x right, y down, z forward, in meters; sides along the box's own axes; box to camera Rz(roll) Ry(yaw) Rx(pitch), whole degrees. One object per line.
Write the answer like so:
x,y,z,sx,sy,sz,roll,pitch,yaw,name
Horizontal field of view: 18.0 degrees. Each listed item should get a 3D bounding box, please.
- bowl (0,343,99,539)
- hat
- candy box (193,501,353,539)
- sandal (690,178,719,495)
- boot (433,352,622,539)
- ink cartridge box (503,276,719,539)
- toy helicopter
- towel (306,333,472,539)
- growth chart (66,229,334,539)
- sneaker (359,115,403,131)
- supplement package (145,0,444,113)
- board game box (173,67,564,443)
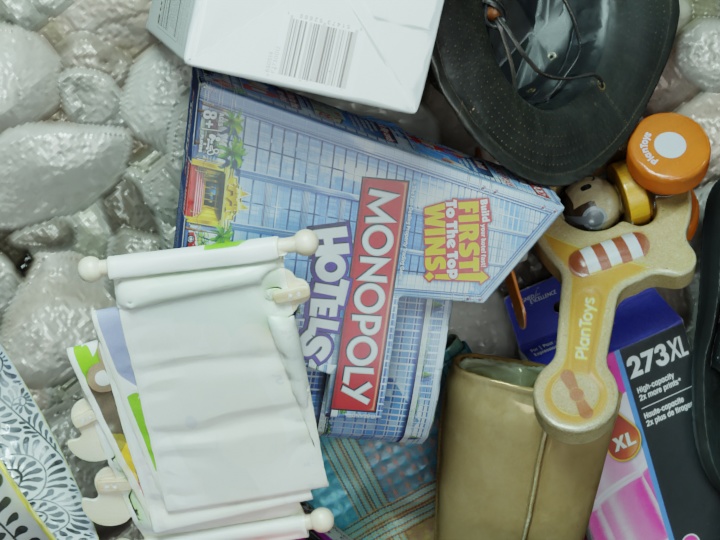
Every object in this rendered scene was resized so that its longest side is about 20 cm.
-0.222,0.096,1.179,0.094,0.201,0.201,-30,105,0,bowl
0.083,-0.141,1.240,0.200,0.081,0.202,5,83,-41,hat
-0.080,0.224,1.291,0.136,0.061,0.200,40,97,-14,candy box
0.231,0.044,1.319,0.075,0.048,0.202,-9,100,-38,sandal
0.119,0.161,1.290,0.174,0.066,0.201,10,104,-2,boot
0.157,0.093,1.334,0.094,0.037,0.201,-22,103,-14,ink cartridge box
0.119,0.002,1.257,0.131,0.079,0.201,8,60,6,toy helicopter
0.041,0.154,1.333,0.146,0.022,0.201,-30,105,-4,towel
-0.085,0.071,1.187,0.144,0.018,0.201,-2,120,6,growth chart
-0.047,-0.008,1.264,0.200,0.071,0.083,-45,114,4,sneaker
-0.033,-0.159,1.163,0.120,0.200,0.121,11,99,-12,supplement package
0.000,0.000,1.203,0.198,0.062,0.201,5,107,-9,board game box
